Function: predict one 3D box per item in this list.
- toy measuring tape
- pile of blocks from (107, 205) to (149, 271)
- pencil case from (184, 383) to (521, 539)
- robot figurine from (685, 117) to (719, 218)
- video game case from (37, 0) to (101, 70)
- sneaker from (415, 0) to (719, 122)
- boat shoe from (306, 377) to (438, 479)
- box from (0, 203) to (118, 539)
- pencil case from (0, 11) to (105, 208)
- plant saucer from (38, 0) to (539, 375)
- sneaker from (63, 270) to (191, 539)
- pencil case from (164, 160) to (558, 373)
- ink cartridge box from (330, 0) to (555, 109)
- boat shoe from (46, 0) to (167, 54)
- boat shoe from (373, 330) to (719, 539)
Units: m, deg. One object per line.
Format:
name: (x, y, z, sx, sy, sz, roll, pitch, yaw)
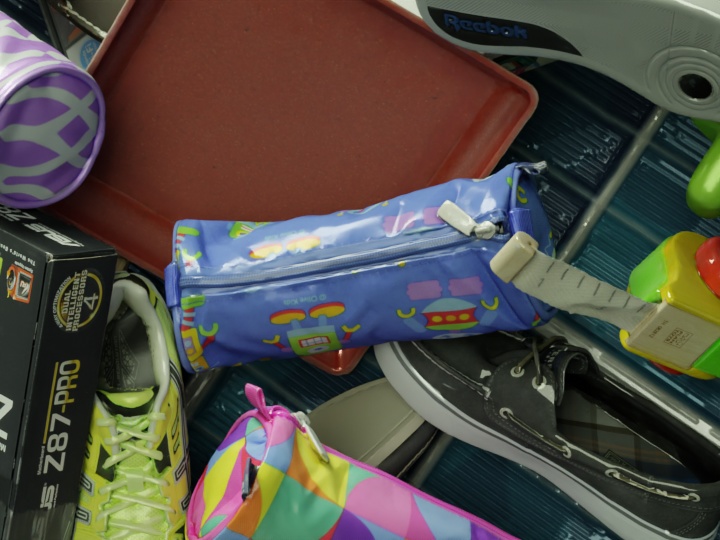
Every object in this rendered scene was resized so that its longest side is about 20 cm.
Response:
toy measuring tape: (0.137, 0.005, 1.250, 0.073, 0.199, 0.074, -31, 49, 43)
pile of blocks: (-0.155, 0.057, 1.352, 0.081, 0.062, 0.202, 2, 75, -4)
pencil case: (0.011, 0.139, 1.254, 0.199, 0.088, 0.089, 31, 90, -17)
robot figurine: (0.239, -0.100, 1.258, 0.175, 0.116, 0.201, 34, 91, 9)
video game case: (-0.118, -0.217, 1.363, 0.180, 0.025, 0.201, -29, 76, 35)
sneaker: (0.135, -0.145, 1.223, 0.199, 0.073, 0.112, 18, 52, 15)
boat shoe: (-0.030, 0.134, 1.329, 0.200, 0.073, 0.063, -41, 119, -1)
box: (-0.210, 0.035, 1.289, 0.199, 0.049, 0.162, 26, 113, 39)
pencil case: (-0.214, -0.100, 1.288, 0.199, 0.085, 0.084, 28, 106, 38)
plant saucer: (-0.042, -0.070, 1.296, 0.199, 0.037, 0.200, 30, 118, -9)
sneaker: (-0.119, 0.097, 1.272, 0.075, 0.076, 0.201, -8, 75, -7)
pencil case: (0.000, 0.000, 1.260, 0.199, 0.087, 0.079, -9, 73, 12)
ink cartridge box: (0.069, -0.163, 1.330, 0.199, 0.067, 0.117, -19, 79, 10)
boat shoe: (-0.161, -0.176, 1.344, 0.201, 0.060, 0.072, 47, 119, 26)
boat shoe: (0.099, 0.066, 1.279, 0.200, 0.066, 0.070, 37, 47, 13)
